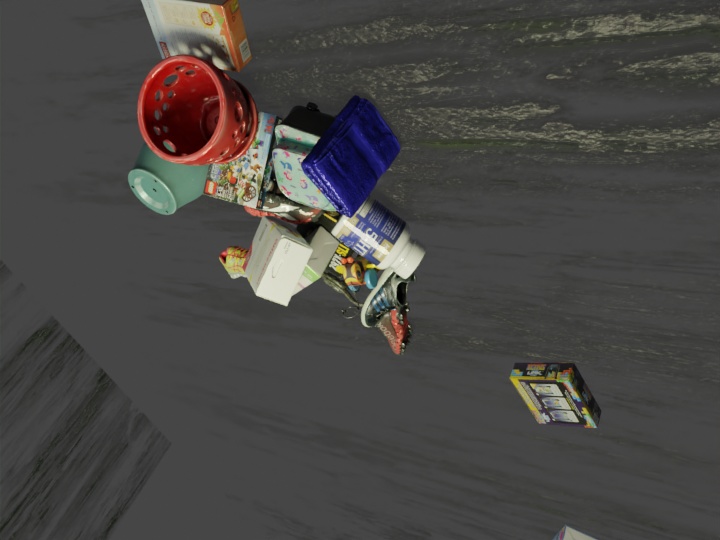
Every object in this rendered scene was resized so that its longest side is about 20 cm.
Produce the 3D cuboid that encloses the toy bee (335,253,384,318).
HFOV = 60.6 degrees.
[{"bbox_3d":[0.000,0.000,1.444,0.129,0.201,0.110,-18,119,9],"label":"toy bee"}]

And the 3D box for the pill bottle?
[{"bbox_3d":[0.045,-0.076,1.377,0.198,0.121,0.120,35,145,-6],"label":"pill bottle"}]

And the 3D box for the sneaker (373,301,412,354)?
[{"bbox_3d":[0.083,0.146,1.646,0.096,0.071,0.203,13,139,23],"label":"sneaker"}]

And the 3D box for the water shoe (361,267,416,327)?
[{"bbox_3d":[0.066,0.073,1.511,0.079,0.071,0.202,41,121,27],"label":"water shoe"}]

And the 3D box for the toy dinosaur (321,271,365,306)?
[{"bbox_3d":[-0.047,0.042,1.623,0.199,0.048,0.088,38,-171,16],"label":"toy dinosaur"}]

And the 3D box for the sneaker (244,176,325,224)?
[{"bbox_3d":[-0.178,-0.161,1.389,0.197,0.072,0.099,11,148,12],"label":"sneaker"}]

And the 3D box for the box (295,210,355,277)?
[{"bbox_3d":[-0.082,-0.084,1.524,0.158,0.050,0.201,30,145,-1],"label":"box"}]

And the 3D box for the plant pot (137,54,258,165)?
[{"bbox_3d":[-0.316,-0.308,1.242,0.197,0.204,0.182,20,-173,15],"label":"plant pot"}]

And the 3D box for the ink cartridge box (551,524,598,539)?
[{"bbox_3d":[0.754,0.994,2.184,0.134,0.077,0.202,22,142,14],"label":"ink cartridge box"}]

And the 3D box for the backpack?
[{"bbox_3d":[-0.091,-0.218,1.291,0.175,0.152,0.201,20,148,13],"label":"backpack"}]

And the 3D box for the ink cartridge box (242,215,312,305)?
[{"bbox_3d":[-0.195,-0.027,1.413,0.082,0.147,0.200,22,-170,-25],"label":"ink cartridge box"}]

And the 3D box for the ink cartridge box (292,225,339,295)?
[{"bbox_3d":[-0.146,-0.014,1.511,0.067,0.118,0.199,38,144,-16],"label":"ink cartridge box"}]

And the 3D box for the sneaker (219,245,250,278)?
[{"bbox_3d":[-0.341,-0.033,1.753,0.198,0.079,0.091,-15,123,46],"label":"sneaker"}]

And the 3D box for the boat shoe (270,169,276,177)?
[{"bbox_3d":[-0.256,-0.262,1.424,0.200,0.069,0.084,43,135,-18],"label":"boat shoe"}]

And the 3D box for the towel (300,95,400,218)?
[{"bbox_3d":[-0.010,-0.219,1.175,0.148,0.201,0.049,45,154,-22],"label":"towel"}]

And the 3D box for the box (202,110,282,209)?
[{"bbox_3d":[-0.258,-0.248,1.342,0.134,0.204,0.038,15,-174,14],"label":"box"}]

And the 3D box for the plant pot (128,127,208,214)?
[{"bbox_3d":[-0.448,-0.245,1.479,0.197,0.189,0.202,20,144,15],"label":"plant pot"}]

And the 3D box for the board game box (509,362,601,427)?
[{"bbox_3d":[0.499,0.317,1.572,0.163,0.057,0.201,-6,131,43],"label":"board game box"}]

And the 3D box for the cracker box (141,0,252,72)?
[{"bbox_3d":[-0.322,-0.479,1.214,0.197,0.058,0.135,15,142,20],"label":"cracker box"}]
